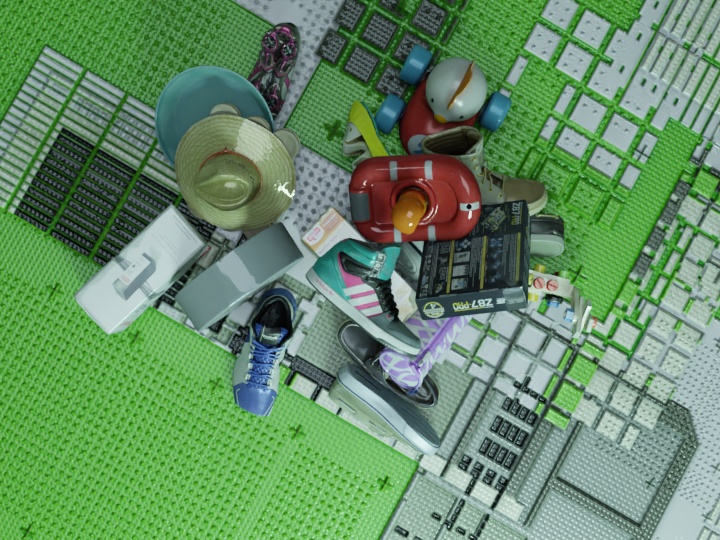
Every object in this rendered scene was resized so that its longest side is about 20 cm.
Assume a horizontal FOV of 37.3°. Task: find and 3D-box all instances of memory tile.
[{"bbox_3d":[-0.183,-0.150,1.667,0.151,0.017,0.202,22,117,2],"label":"memory tile"}]

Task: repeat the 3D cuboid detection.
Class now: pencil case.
[{"bbox_3d":[0.110,0.092,1.653,0.084,0.085,0.201,47,59,-12],"label":"pencil case"}]

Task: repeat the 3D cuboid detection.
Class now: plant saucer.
[{"bbox_3d":[-0.224,-0.226,1.671,0.196,0.036,0.203,5,116,10],"label":"plant saucer"}]

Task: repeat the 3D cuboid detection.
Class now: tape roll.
[{"bbox_3d":[-0.182,0.010,1.615,0.199,0.200,0.067,-35,91,-4],"label":"tape roll"}]

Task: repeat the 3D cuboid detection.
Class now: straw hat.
[{"bbox_3d":[-0.203,-0.134,1.622,0.197,0.085,0.204,5,116,10],"label":"straw hat"}]

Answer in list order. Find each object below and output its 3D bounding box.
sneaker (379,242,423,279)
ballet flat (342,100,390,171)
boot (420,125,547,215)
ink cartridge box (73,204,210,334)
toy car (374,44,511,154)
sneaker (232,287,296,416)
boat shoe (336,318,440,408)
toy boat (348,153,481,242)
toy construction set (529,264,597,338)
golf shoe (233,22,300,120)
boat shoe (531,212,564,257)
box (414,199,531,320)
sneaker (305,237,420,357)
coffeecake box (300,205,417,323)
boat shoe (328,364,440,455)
[{"bbox_3d":[0.059,-0.083,1.706,0.080,0.076,0.201,-32,85,-28],"label":"sneaker"},{"bbox_3d":[0.010,-0.184,1.669,0.066,0.067,0.202,-18,62,-16],"label":"ballet flat"},{"bbox_3d":[0.191,-0.149,1.633,0.196,0.156,0.073,1,54,7],"label":"boot"},{"bbox_3d":[-0.330,0.001,1.634,0.200,0.146,0.085,-42,92,-4],"label":"ink cartridge box"},{"bbox_3d":[0.134,-0.257,1.646,0.183,0.200,0.179,30,86,-1],"label":"toy car"},{"bbox_3d":[-0.152,0.122,1.655,0.079,0.115,0.203,15,87,-2],"label":"sneaker"},{"bbox_3d":[0.047,0.148,1.690,0.199,0.065,0.072,41,86,-1],"label":"boat shoe"},{"bbox_3d":[0.076,-0.093,1.544,0.196,0.131,0.133,-2,114,10],"label":"toy boat"},{"bbox_3d":[0.284,0.027,1.677,0.198,0.131,0.093,29,87,-2],"label":"toy construction set"},{"bbox_3d":[-0.144,-0.296,1.695,0.072,0.092,0.202,28,109,-3],"label":"golf shoe"},{"bbox_3d":[0.228,-0.067,1.712,0.198,0.072,0.061,7,63,3],"label":"boat shoe"},{"bbox_3d":[0.170,-0.019,1.581,0.159,0.202,0.050,-9,129,18],"label":"box"},{"bbox_3d":[0.031,0.023,1.535,0.199,0.084,0.121,38,99,1],"label":"sneaker"},{"bbox_3d":[0.000,0.000,1.649,0.073,0.154,0.200,-44,90,-2],"label":"coffeecake box"},{"bbox_3d":[0.038,0.230,1.694,0.199,0.072,0.062,39,111,2],"label":"boat shoe"}]
